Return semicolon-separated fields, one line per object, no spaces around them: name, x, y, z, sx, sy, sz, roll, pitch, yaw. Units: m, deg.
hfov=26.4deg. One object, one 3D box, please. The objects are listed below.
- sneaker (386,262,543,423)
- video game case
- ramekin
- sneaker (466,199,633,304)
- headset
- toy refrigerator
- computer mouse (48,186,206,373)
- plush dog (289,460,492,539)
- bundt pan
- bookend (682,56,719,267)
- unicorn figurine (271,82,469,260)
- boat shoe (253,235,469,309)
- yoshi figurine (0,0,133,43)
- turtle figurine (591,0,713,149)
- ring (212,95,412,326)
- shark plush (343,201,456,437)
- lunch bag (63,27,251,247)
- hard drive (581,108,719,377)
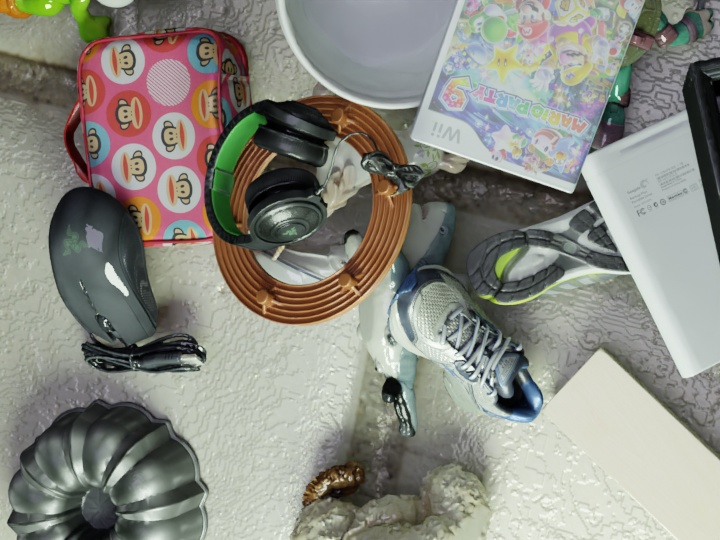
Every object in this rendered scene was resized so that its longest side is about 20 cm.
sneaker;0.098;0.064;1.285;0.085;0.200;0.077;24;74;44
video game case;0.139;-0.178;1.232;0.143;0.018;0.200;18;103;-4
ramekin;0.025;-0.242;1.273;0.200;0.105;0.201;-2;107;-7
sneaker;0.185;-0.018;1.319;0.199;0.081;0.074;-12;83;-3
headset;-0.046;-0.078;1.259;0.200;0.094;0.124;-5;75;47
toy refrigerator;0.254;0.160;1.312;0.200;0.070;0.076;43;97;8
computer mouse;-0.230;0.020;1.399;0.138;0.053;0.200;-1;121;26
plush dog;0.005;0.266;1.363;0.171;0.160;0.201;7;95;42
bundt pan;-0.250;0.227;1.455;0.201;0.076;0.203;1;94;17
bookend;0.375;-0.080;1.218;0.198;0.092;0.201;-10;82;7
unicorn figurine;0.002;-0.104;1.334;0.199;0.074;0.138;-11;63;11
boat shoe;0.000;0.000;1.372;0.200;0.072;0.066;18;94;13
yoshi figurine;-0.244;-0.278;1.424;0.200;0.112;0.112;5;55;29
turtle figurine;0.211;-0.206;1.287;0.149;0.101;0.200;26;106;13
ring;-0.047;-0.053;1.292;0.200;0.019;0.201;-8;75;31
shark plush;0.047;0.043;1.308;0.083;0.091;0.201;-5;89;-26
lunch bag;-0.189;-0.119;1.410;0.176;0.082;0.201;-3;94;17
hard drive;0.281;-0.028;1.280;0.132;0.027;0.200;-25;86;-17
